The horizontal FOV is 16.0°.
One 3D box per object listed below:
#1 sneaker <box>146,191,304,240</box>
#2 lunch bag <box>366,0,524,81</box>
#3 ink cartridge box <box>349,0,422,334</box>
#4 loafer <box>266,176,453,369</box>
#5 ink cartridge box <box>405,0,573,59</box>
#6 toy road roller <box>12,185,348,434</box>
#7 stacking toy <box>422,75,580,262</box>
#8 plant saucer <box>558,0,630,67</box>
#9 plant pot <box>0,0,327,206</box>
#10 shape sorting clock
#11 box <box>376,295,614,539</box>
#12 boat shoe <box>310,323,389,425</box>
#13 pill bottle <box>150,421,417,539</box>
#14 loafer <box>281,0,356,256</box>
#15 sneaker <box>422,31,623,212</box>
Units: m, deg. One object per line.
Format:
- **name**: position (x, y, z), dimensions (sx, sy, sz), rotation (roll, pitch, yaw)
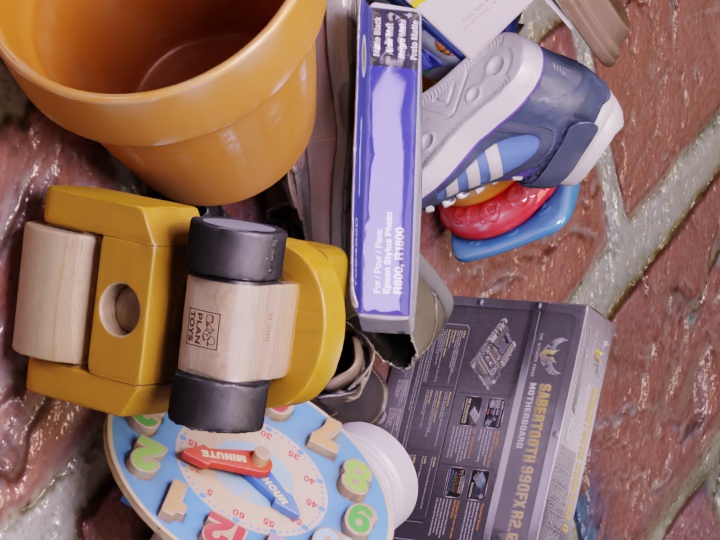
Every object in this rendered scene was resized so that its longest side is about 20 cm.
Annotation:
- **sneaker**: position (-0.097, -0.018, 1.648), dimensions (0.199, 0.071, 0.083), rotation (-4, 103, -54)
- **lunch bag**: position (0.040, -0.231, 1.795), dimensions (0.200, 0.075, 0.161), rotation (36, 58, -31)
- **ink cartridge box**: position (0.019, -0.064, 1.641), dimensions (0.200, 0.040, 0.201), rotation (61, 31, -85)
- **loafer**: position (0.000, 0.000, 1.779), dimensions (0.200, 0.075, 0.070), rotation (45, 47, -38)
- **ink cartridge box**: position (0.042, -0.216, 1.662), dimensions (0.067, 0.117, 0.200), rotation (-42, 127, 12)
- **toy road roller**: position (-0.096, 0.023, 1.526), dimensions (0.146, 0.199, 0.124), rotation (-2, 102, -55)
- **stacking toy**: position (0.070, -0.110, 1.889), dimensions (0.200, 0.109, 0.116), rotation (48, 38, -35)
- **plant saucer**: position (0.133, -0.233, 1.750), dimensions (0.200, 0.029, 0.200), rotation (57, 12, -19)
- **plant pot**: position (-0.106, -0.137, 1.533), dimensions (0.183, 0.199, 0.201), rotation (68, 38, -59)
- **shape sorting clock**: position (-0.069, 0.128, 1.620), dimensions (0.200, 0.200, 0.039), rotation (-33, 160, -51)
- **box**: position (0.089, 0.120, 1.873), dimensions (0.048, 0.158, 0.201), rotation (35, 63, -53)
- **boat shoe**: position (-0.029, 0.071, 1.760), dimensions (0.200, 0.073, 0.075), rotation (30, 68, -54)
- **pill bottle**: position (-0.046, 0.175, 1.711), dimensions (0.200, 0.111, 0.112), rotation (-33, 120, -52)
- **loafer**: position (-0.033, -0.101, 1.670), dimensions (0.072, 0.063, 0.201), rotation (-66, 159, -65)
- **sneaker**: position (0.094, -0.076, 1.816), dimensions (0.146, 0.200, 0.081), rotation (28, 34, -40)
